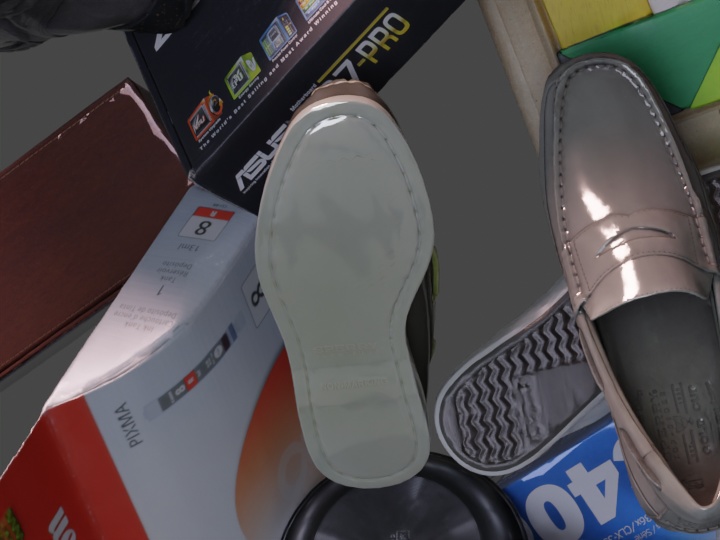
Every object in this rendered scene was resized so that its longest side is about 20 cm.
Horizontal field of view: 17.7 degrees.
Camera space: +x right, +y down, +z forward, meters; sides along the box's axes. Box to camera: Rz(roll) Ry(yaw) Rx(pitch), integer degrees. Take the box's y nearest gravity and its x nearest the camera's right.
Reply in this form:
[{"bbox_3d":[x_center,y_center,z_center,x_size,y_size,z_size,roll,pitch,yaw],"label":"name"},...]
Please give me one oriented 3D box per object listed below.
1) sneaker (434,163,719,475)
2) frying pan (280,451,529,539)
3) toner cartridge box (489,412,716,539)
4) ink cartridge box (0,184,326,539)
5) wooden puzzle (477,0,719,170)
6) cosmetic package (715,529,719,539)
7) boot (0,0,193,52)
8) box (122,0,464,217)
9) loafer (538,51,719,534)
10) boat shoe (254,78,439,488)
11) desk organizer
[{"bbox_3d":[0.117,0.015,1.006,0.200,0.085,0.073,-32,87,2],"label":"sneaker"},{"bbox_3d":[0.051,0.140,0.991,0.189,0.031,0.115,18,67,18],"label":"frying pan"},{"bbox_3d":[0.130,0.106,1.032,0.200,0.043,0.095,-34,94,18],"label":"toner cartridge box"},{"bbox_3d":[-0.077,0.088,0.971,0.050,0.200,0.163,9,140,24],"label":"ink cartridge box"},{"bbox_3d":[0.135,-0.140,0.981,0.184,0.037,0.201,-19,96,18],"label":"wooden puzzle"},{"bbox_3d":[0.211,0.189,0.972,0.101,0.071,0.201,-15,115,-20],"label":"cosmetic package"},{"bbox_3d":[-0.176,-0.128,0.979,0.200,0.131,0.070,-1,94,49],"label":"boot"},{"bbox_3d":[-0.015,-0.145,0.964,0.049,0.161,0.200,29,114,-39],"label":"box"},{"bbox_3d":[0.117,0.006,0.926,0.070,0.070,0.201,-17,82,1],"label":"loafer"},{"bbox_3d":[-0.003,0.000,0.954,0.072,0.060,0.202,-2,130,4],"label":"boat shoe"},{"bbox_3d":[-0.147,-0.006,1.065,0.200,0.072,0.077,-34,89,18],"label":"desk organizer"}]
